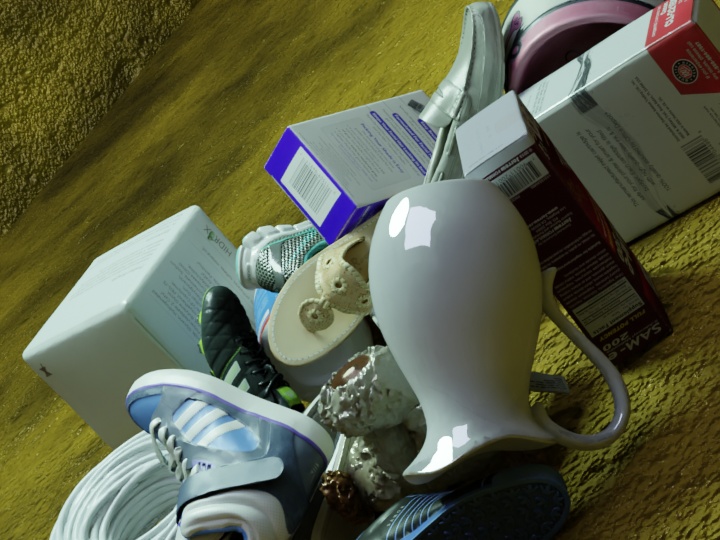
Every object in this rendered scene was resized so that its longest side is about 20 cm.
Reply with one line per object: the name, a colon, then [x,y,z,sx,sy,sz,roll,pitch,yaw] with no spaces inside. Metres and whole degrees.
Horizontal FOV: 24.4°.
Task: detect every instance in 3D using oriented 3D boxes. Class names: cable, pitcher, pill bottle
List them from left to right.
cable: [-0.176,0.217,1.430,0.200,0.069,0.200,-48,31,-19]
pill bottle: [-0.052,0.045,1.684,0.112,0.112,0.200,-40,19,7]
pitcher: [0.097,0.039,1.183,0.171,0.200,0.121,-6,-13,-14]

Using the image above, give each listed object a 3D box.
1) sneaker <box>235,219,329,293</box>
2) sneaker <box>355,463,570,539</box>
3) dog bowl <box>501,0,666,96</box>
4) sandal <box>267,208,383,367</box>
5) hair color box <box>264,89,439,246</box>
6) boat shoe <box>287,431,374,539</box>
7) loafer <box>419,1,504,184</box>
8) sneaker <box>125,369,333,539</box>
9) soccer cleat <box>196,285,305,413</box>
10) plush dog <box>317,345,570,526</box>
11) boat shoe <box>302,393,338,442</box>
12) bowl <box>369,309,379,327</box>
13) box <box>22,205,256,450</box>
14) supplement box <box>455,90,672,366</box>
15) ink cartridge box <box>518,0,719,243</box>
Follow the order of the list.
sneaker: [-0.019,-0.020,1.605,0.200,0.078,0.091,-29,35,-32]
sneaker: [0.064,0.184,1.212,0.200,0.070,0.078,-32,23,22]
dog bowl: [0.217,-0.172,1.480,0.200,0.200,0.074,-31,26,31]
sandal: [-0.004,-0.004,1.497,0.212,0.078,0.070,-42,-10,-10]
hair color box: [0.017,-0.101,1.608,0.200,0.109,0.065,-21,-26,-44]
boat shoe: [-0.013,0.172,1.396,0.063,0.073,0.200,-22,32,41]
loafer: [0.088,-0.140,1.484,0.070,0.070,0.200,-119,35,-80]
sneaker: [-0.134,0.164,1.326,0.200,0.081,0.147,14,49,26]
soccer cleat: [-0.096,0.107,1.559,0.081,0.200,0.067,-15,-2,33]
plush dog: [0.054,0.126,1.309,0.200,0.161,0.172,-36,-8,-39]
boat shoe: [-0.054,0.179,1.472,0.060,0.074,0.200,-13,43,48]
bowl: [0.103,-0.006,1.544,0.200,0.075,0.200,-41,18,6]
box: [-0.209,0.078,1.800,0.199,0.200,0.171,-24,24,43]
supplement box: [0.156,-0.032,1.290,0.061,0.200,0.109,-34,20,13]
ink cartridge box: [0.240,-0.123,1.407,0.200,0.144,0.084,-31,21,30]
